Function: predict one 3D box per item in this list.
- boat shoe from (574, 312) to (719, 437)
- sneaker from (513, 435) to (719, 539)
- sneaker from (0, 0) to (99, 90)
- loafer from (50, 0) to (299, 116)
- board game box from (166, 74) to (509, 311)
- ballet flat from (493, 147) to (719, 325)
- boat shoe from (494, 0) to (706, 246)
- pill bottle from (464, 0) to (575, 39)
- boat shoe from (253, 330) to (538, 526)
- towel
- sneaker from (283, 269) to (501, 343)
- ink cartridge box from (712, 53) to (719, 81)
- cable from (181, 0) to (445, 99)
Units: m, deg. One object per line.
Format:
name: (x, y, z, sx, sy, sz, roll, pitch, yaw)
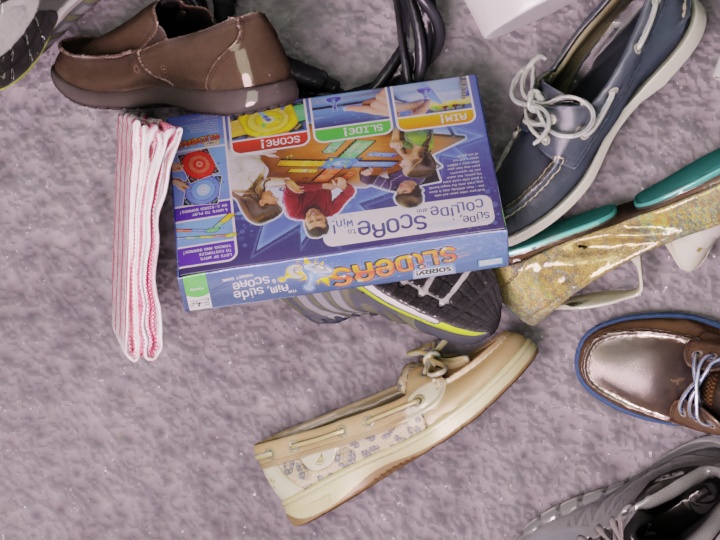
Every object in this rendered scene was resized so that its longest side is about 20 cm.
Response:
boat shoe: (0.230, 0.070, 1.414, 0.199, 0.072, 0.073, 9, 95, 11)
sneaker: (0.155, 0.171, 1.413, 0.200, 0.115, 0.075, -37, 86, 11)
sneaker: (-0.202, -0.191, 1.480, 0.200, 0.081, 0.074, -43, 99, -13)
loafer: (-0.118, -0.141, 1.443, 0.199, 0.073, 0.071, 6, 107, 38)
board game box: (-0.016, -0.049, 1.397, 0.199, 0.035, 0.136, -8, 50, 0)
ballet flat: (0.178, -0.020, 1.426, 0.199, 0.071, 0.071, -23, 88, 14)
boat shoe: (0.134, -0.104, 1.414, 0.200, 0.062, 0.075, -48, 42, 9)
pill bottle: (0.074, -0.253, 1.408, 0.109, 0.110, 0.201, -26, 88, 12)
boat shoe: (0.022, 0.090, 1.457, 0.200, 0.073, 0.063, -34, 89, 12)
towel: (-0.137, -0.025, 1.426, 0.030, 0.200, 0.147, 2, 95, -9)
sneaker: (0.000, 0.000, 1.444, 0.199, 0.081, 0.074, 24, 56, 21)
ink cartridge box: (0.301, -0.184, 1.341, 0.083, 0.146, 0.201, 23, 97, 33)
cable: (-0.037, -0.173, 1.465, 0.163, 0.051, 0.200, -33, 87, 11)
